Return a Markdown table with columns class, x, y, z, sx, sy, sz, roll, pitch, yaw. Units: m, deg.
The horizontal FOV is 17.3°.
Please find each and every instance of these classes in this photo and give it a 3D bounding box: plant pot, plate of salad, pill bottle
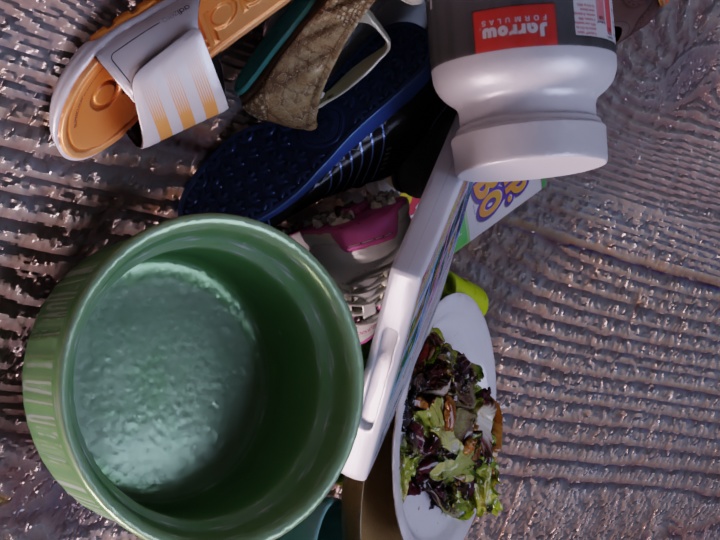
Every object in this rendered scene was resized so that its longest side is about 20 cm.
| class | x | y | z | sx | sy | sz | roll | pitch | yaw |
| --- | --- | --- | --- | --- | --- | --- | --- | --- | --- |
| plant pot | 0.030 | 0.156 | 1.718 | 0.200 | 0.027 | 0.202 | 6 | 90 | -67 |
| plate of salad | 0.071 | 0.117 | 1.714 | 0.200 | 0.048 | 0.202 | 6 | 90 | -66 |
| pill bottle | 0.097 | -0.161 | 1.444 | 0.116 | 0.115 | 0.202 | 5 | 78 | -57 |

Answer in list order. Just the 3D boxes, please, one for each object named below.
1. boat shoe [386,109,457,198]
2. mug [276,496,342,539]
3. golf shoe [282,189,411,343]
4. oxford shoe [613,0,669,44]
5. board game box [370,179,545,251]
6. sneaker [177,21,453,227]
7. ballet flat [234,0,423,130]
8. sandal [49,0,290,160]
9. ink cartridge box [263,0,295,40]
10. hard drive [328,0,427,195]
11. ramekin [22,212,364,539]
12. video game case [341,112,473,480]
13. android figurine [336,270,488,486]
| class | x | y | z | sx | sy | sz | roll | pitch | yaw |
| --- | --- | --- | --- | --- | --- | --- | --- | --- | --- |
| boat shoe | 0.075 | -0.129 | 1.565 | 0.073 | 0.063 | 0.202 | -12 | 134 | -53 |
| mug | -0.068 | 0.226 | 1.674 | 0.186 | 0.114 | 0.153 | -77 | 159 | -46 |
| golf shoe | 0.000 | 0.000 | 1.518 | 0.075 | 0.092 | 0.200 | -18 | 180 | -9 |
| oxford shoe | 0.173 | -0.215 | 1.700 | 0.073 | 0.071 | 0.200 | -54 | 150 | 1 |
| board game box | 0.080 | -0.066 | 1.737 | 0.200 | 0.030 | 0.096 | -38 | 144 | -36 |
| sneaker | -0.022 | -0.071 | 1.502 | 0.200 | 0.070 | 0.078 | -37 | 146 | -1 |
| ballet flat | 0.001 | -0.167 | 1.430 | 0.200 | 0.065 | 0.071 | -52 | -162 | 23 |
| sandal | -0.089 | -0.129 | 1.363 | 0.206 | 0.059 | 0.079 | -39 | 149 | -8 |
| ink cartridge box | -0.006 | -0.246 | 1.449 | 0.161 | 0.050 | 0.200 | -37 | 162 | -33 |
| hard drive | 0.037 | -0.146 | 1.579 | 0.132 | 0.026 | 0.200 | -45 | 151 | -14 |
| ramekin | -0.106 | 0.068 | 1.422 | 0.199 | 0.098 | 0.202 | 1 | 89 | -28 |
| video game case | 0.037 | 0.006 | 1.516 | 0.200 | 0.024 | 0.183 | -66 | 172 | -48 |
| android figurine | 0.035 | 0.086 | 1.789 | 0.183 | 0.041 | 0.200 | -60 | 148 | 0 |
